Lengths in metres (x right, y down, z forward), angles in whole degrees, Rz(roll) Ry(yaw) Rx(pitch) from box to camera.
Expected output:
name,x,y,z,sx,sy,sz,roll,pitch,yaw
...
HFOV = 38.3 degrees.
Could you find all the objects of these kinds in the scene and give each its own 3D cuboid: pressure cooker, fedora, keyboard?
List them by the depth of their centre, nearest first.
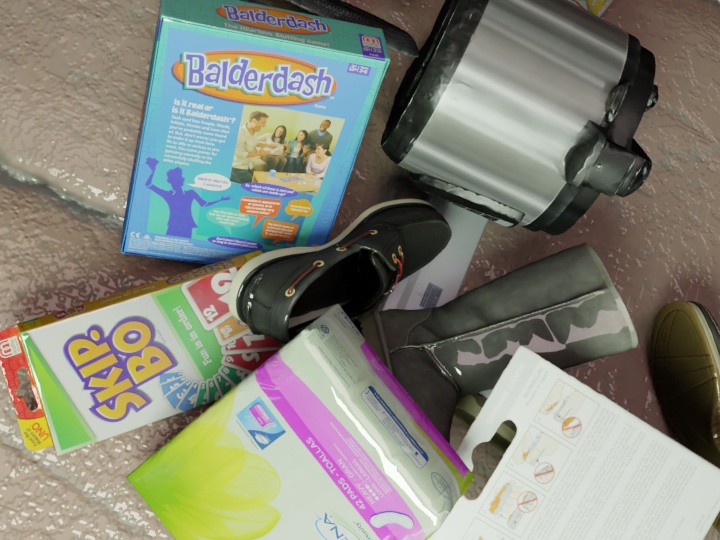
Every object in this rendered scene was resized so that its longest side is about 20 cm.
name,x,y,z,sx,sy,sz,roll,pitch,yaw
fedora,-0.059,-0.174,0.793,0.200,0.201,0.092,21,105,-11
pressure cooker,0.135,-0.125,0.809,0.199,0.179,0.176,25,63,-7
keyboard,0.050,0.019,0.844,0.056,0.011,0.201,29,71,-14

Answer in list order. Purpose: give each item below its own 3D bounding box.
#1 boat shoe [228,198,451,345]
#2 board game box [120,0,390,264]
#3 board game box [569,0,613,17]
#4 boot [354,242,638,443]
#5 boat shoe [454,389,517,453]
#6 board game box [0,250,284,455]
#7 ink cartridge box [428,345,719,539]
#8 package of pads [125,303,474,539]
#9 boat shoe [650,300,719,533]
name,x,y,z,sx,sy,sz,roll,pitch,yaw
boat shoe,0.000,0.002,0.765,0.201,0.063,0.074,-23,129,-39
board game box,-0.080,-0.089,0.733,0.152,0.200,0.045,8,41,-16
board game box,0.151,-0.306,0.941,0.200,0.029,0.135,41,68,-4
boot,0.107,0.076,0.768,0.199,0.073,0.182,-10,62,-8
boat shoe,0.170,0.138,0.815,0.200,0.075,0.068,37,75,-5
board game box,-0.151,0.059,0.743,0.199,0.030,0.096,-17,109,-18
ink cartridge box,0.147,0.167,0.742,0.200,0.047,0.160,32,87,-12
package of pads,-0.041,0.141,0.694,0.155,0.200,0.068,51,30,1
boat shoe,0.301,0.120,0.868,0.065,0.073,0.201,-10,83,-30
